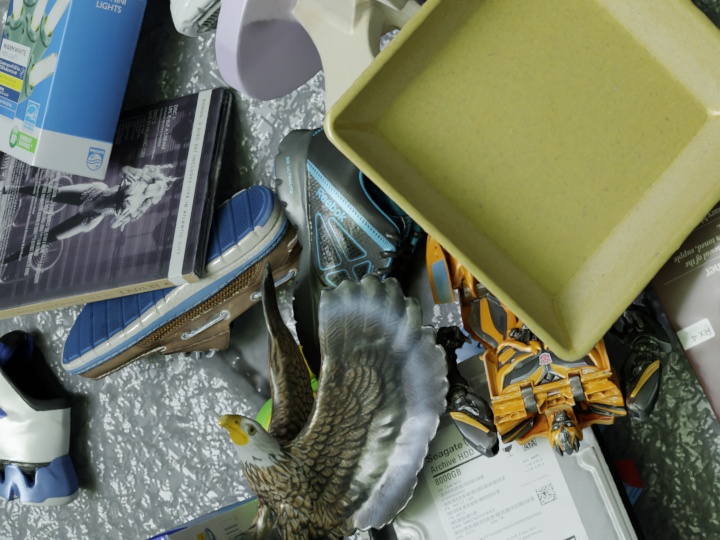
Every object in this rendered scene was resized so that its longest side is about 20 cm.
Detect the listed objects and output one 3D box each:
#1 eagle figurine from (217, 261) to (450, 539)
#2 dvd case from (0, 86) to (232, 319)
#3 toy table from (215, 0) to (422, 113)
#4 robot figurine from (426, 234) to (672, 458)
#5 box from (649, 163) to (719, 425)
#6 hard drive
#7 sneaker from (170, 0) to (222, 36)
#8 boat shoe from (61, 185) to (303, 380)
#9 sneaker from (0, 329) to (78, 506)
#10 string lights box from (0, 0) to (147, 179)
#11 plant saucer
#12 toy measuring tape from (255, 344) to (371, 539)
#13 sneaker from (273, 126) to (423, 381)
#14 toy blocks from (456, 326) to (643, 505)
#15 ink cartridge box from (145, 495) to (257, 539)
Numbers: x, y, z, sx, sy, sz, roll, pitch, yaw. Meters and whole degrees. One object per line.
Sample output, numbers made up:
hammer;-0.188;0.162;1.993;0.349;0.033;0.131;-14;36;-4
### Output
eagle figurine;-0.035;0.105;1.159;0.151;0.151;0.201;23;71;11
dvd case;-0.184;-0.044;1.341;0.199;0.016;0.149;-11;57;29
toy table;0.009;-0.177;1.186;0.117;0.184;0.201;34;103;31
robot figurine;0.103;0.017;1.149;0.144;0.058;0.201;-15;55;8
box;0.245;0.031;1.140;0.100;0.075;0.201;-29;84;26
hard drive;0.091;0.148;1.156;0.139;0.038;0.201;-25;64;11
sneaker;-0.070;-0.247;1.268;0.200;0.078;0.100;-36;76;25
boat shoe;-0.117;0.026;1.319;0.200;0.072;0.072;-32;125;21
sneaker;-0.290;0.095;1.430;0.198;0.081;0.116;12;98;19
string lights box;-0.196;-0.173;1.317;0.103;0.059;0.201;22;101;55
plant saucer;0.108;-0.086;1.089;0.200;0.048;0.200;43;83;-8
toy measuring tape;-0.031;0.151;1.297;0.073;0.073;0.201;-11;91;28
sneaker;0.000;0.000;1.263;0.082;0.073;0.201;-11;92;26
toy blocks;0.103;0.124;1.222;0.200;0.100;0.137;35;98;27
ink cartridge box;-0.091;0.230;1.266;0.076;0.200;0.137;-26;84;27
